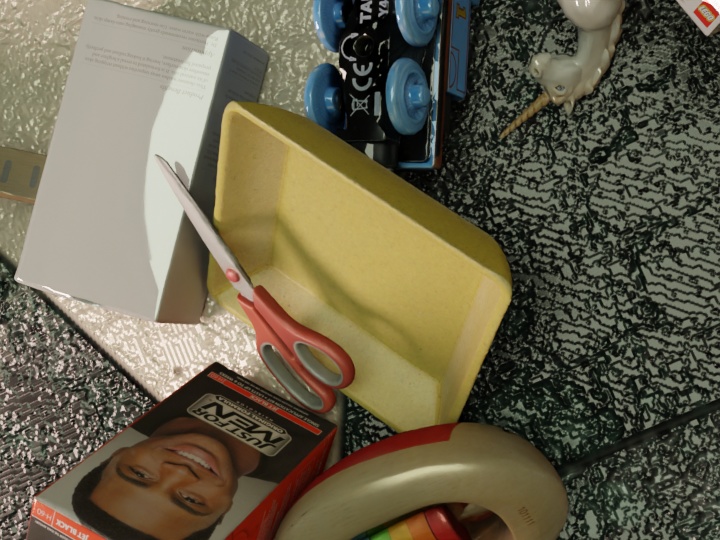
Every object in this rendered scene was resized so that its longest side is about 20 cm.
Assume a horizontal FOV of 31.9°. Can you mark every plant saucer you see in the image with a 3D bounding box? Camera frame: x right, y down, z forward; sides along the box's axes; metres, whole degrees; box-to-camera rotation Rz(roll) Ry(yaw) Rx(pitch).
[{"bbox_3d":[0.000,0.000,0.783,0.200,0.200,0.048,34,55,14],"label":"plant saucer"}]

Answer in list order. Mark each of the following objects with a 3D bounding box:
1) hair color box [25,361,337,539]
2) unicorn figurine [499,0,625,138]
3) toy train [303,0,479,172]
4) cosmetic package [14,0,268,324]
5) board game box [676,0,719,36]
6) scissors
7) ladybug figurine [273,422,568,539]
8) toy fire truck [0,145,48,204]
[{"bbox_3d":[-0.103,0.137,0.769,0.101,0.200,0.061,25,118,14],"label":"hair color box"},{"bbox_3d":[0.135,-0.191,0.773,0.074,0.137,0.201,16,77,26],"label":"unicorn figurine"},{"bbox_3d":[0.025,-0.156,0.794,0.086,0.114,0.201,1,88,31],"label":"toy train"},{"bbox_3d":[-0.147,-0.071,0.856,0.112,0.081,0.201,17,93,15],"label":"cosmetic package"},{"bbox_3d":[0.223,-0.219,0.721,0.126,0.200,0.035,53,145,11],"label":"board game box"},{"bbox_3d":[-0.079,0.014,0.822,0.200,0.014,0.073,47,144,-6],"label":"scissors"},{"bbox_3d":[0.031,0.153,0.785,0.199,0.136,0.072,-23,38,15],"label":"ladybug figurine"},{"bbox_3d":[-0.320,-0.027,0.876,0.199,0.128,0.177,-5,86,35],"label":"toy fire truck"}]
